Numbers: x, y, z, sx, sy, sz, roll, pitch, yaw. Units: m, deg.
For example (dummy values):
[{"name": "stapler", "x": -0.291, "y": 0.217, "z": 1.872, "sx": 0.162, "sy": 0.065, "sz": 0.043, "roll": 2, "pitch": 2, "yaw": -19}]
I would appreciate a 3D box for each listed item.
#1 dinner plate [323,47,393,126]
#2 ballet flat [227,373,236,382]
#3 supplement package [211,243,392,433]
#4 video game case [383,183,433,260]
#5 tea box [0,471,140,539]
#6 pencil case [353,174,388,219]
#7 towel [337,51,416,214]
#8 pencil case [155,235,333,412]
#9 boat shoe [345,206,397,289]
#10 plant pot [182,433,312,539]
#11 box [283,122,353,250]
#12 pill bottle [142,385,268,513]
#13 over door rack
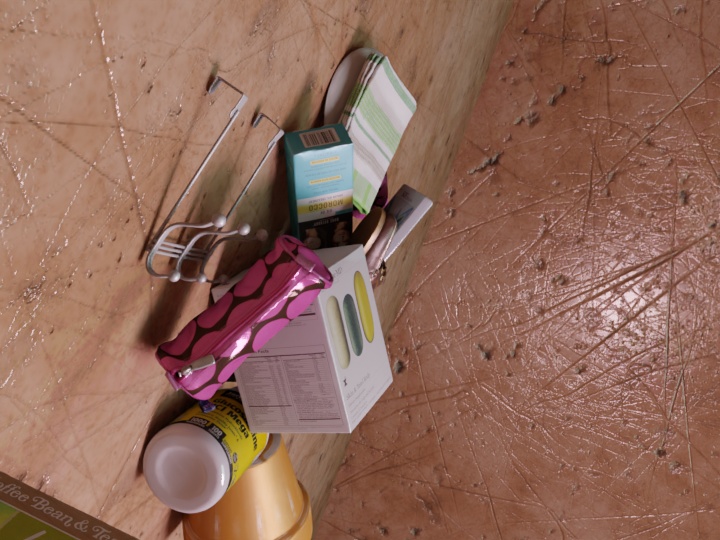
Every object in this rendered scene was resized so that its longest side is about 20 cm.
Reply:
[{"name": "dinner plate", "x": 0.013, "y": -0.235, "z": 1.073, "sx": 0.200, "sy": 0.024, "sz": 0.200, "roll": -27, "pitch": 124, "yaw": -48}, {"name": "ballet flat", "x": -0.147, "y": 0.072, "z": 0.989, "sx": 0.067, "sy": 0.057, "sz": 0.200, "roll": 92, "pitch": 18, "yaw": -55}, {"name": "supplement package", "x": -0.069, "y": 0.087, "z": 0.918, "sx": 0.152, "sy": 0.150, "sz": 0.200, "roll": -37, "pitch": 117, "yaw": -61}, {"name": "video game case", "x": 0.034, "y": -0.056, "z": 1.196, "sx": 0.200, "sy": 0.022, "sz": 0.182, "roll": -51, "pitch": -166, "yaw": 6}, {"name": "tea box", "x": -0.248, "y": 0.253, "z": 0.436, "sx": 0.197, "sy": 0.200, "sz": 0.134, "roll": -52, "pitch": 161, "yaw": -61}, {"name": "pencil case", "x": 0.001, "y": -0.150, "z": 1.243, "sx": 0.200, "sy": 0.094, "sz": 0.091, "roll": 69, "pitch": -1, "yaw": -75}, {"name": "towel", "x": 0.019, "y": -0.200, "z": 1.047, "sx": 0.149, "sy": 0.031, "sz": 0.200, "roll": 38, "pitch": 71, "yaw": -54}, {"name": "pencil case", "x": -0.122, "y": 0.051, "z": 0.753, "sx": 0.200, "sy": 0.091, "sz": 0.094, "roll": -44, "pitch": 172, "yaw": 1}, {"name": "boat shoe", "x": 0.000, "y": 0.000, "z": 0.995, "sx": 0.200, "sy": 0.070, "sz": 0.070, "roll": -54, "pitch": -159, "yaw": 30}, {"name": "plant pot", "x": -0.177, "y": 0.334, "z": 1.074, "sx": 0.200, "sy": 0.200, "sz": 0.184, "roll": -52, "pitch": 145, "yaw": -58}, {"name": "box", "x": -0.055, "y": -0.101, "z": 0.963, "sx": 0.200, "sy": 0.082, "sz": 0.049, "roll": 91, "pitch": -19, "yaw": -47}, {"name": "pill bottle", "x": -0.190, "y": 0.225, "z": 0.936, "sx": 0.200, "sy": 0.112, "sz": 0.113, "roll": -37, "pitch": 147, "yaw": -72}, {"name": "over door rack", "x": -0.134, "y": -0.078, "z": 0.723, "sx": 0.148, "sy": 0.067, "sz": 0.200, "roll": 20, "pitch": 92, "yaw": -81}]
